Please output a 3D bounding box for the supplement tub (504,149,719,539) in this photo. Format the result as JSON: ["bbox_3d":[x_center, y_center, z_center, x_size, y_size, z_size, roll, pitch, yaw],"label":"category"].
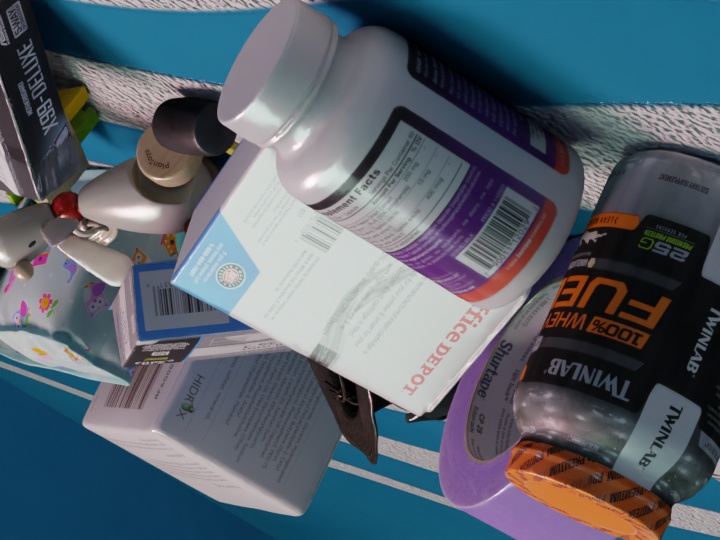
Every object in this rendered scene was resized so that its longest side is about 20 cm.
[{"bbox_3d":[0.164,0.044,1.183,0.122,0.201,0.123,23,166,6],"label":"supplement tub"}]

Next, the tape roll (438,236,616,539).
[{"bbox_3d":[0.140,0.084,1.382,0.085,0.201,0.200,28,167,-16],"label":"tape roll"}]

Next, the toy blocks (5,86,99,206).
[{"bbox_3d":[-0.293,-0.127,1.651,0.136,0.100,0.200,35,168,11],"label":"toy blocks"}]

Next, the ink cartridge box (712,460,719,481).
[{"bbox_3d":[0.294,0.110,1.452,0.199,0.085,0.146,29,166,-12],"label":"ink cartridge box"}]

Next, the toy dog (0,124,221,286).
[{"bbox_3d":[-0.185,-0.031,1.608,0.199,0.097,0.131,-32,153,29],"label":"toy dog"}]

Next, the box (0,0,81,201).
[{"bbox_3d":[-0.306,-0.146,1.509,0.199,0.050,0.159,17,135,33],"label":"box"}]

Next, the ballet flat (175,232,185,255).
[{"bbox_3d":[-0.093,-0.035,1.699,0.063,0.069,0.200,0,180,-23],"label":"ballet flat"}]

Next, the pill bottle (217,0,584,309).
[{"bbox_3d":[0.021,-0.070,1.200,0.199,0.112,0.111,31,166,-21],"label":"pill bottle"}]

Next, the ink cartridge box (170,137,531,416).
[{"bbox_3d":[-0.002,-0.014,1.381,0.199,0.084,0.145,29,127,-13],"label":"ink cartridge box"}]

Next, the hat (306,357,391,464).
[{"bbox_3d":[0.003,0.053,1.708,0.201,0.080,0.202,158,90,-79],"label":"hat"}]

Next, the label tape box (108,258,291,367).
[{"bbox_3d":[-0.119,0.036,1.650,0.143,0.064,0.200,-6,170,-13],"label":"label tape box"}]

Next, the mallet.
[{"bbox_3d":[-0.058,-0.071,1.523,0.199,0.041,0.066,28,171,-27],"label":"mallet"}]

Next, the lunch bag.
[{"bbox_3d":[-0.269,0.002,1.885,0.199,0.171,0.122,6,159,47],"label":"lunch bag"}]

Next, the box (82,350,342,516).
[{"bbox_3d":[-0.115,0.098,1.912,0.171,0.201,0.199,32,165,-21],"label":"box"}]

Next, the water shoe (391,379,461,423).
[{"bbox_3d":[0.046,0.062,1.578,0.078,0.072,0.200,-10,-168,-7],"label":"water shoe"}]
